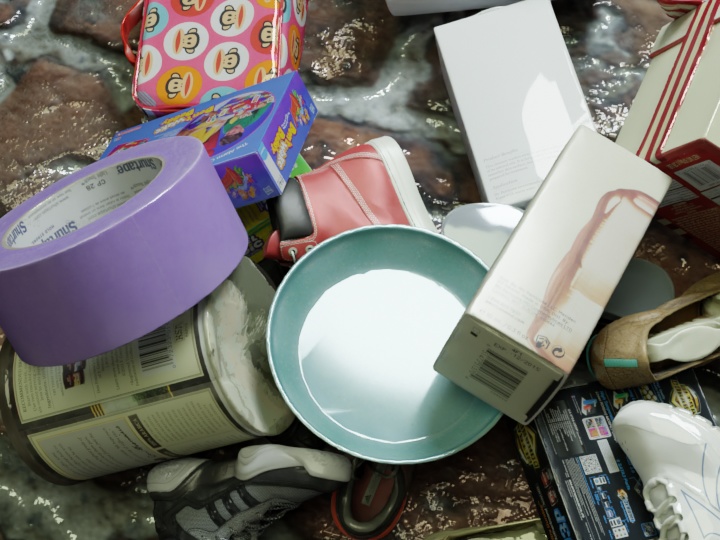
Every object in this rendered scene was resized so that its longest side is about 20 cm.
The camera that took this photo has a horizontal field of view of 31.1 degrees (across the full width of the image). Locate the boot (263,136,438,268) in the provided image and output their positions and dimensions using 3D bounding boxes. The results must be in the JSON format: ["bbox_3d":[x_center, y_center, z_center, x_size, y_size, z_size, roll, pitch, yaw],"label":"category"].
[{"bbox_3d":[0.000,0.000,1.094,0.144,0.072,0.201,-24,80,-18],"label":"boot"}]

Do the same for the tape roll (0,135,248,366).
[{"bbox_3d":[-0.192,-0.018,0.989,0.199,0.085,0.200,-21,22,9],"label":"tape roll"}]

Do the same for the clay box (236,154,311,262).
[{"bbox_3d":[-0.132,-0.047,1.168,0.200,0.048,0.115,-33,49,-4],"label":"clay box"}]

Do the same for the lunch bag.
[{"bbox_3d":[-0.146,-0.223,1.245,0.175,0.082,0.201,2,67,12],"label":"lunch bag"}]

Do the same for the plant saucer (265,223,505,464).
[{"bbox_3d":[0.026,0.060,1.007,0.199,0.036,0.201,2,63,-5],"label":"plant saucer"}]

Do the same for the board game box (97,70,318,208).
[{"bbox_3d":[-0.147,-0.095,1.133,0.199,0.045,0.135,-14,33,25],"label":"board game box"}]

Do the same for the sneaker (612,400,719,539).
[{"bbox_3d":[0.246,0.180,0.922,0.087,0.075,0.200,-30,73,-27],"label":"sneaker"}]

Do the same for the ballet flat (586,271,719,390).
[{"bbox_3d":[0.267,0.046,1.013,0.199,0.072,0.068,-15,97,-33],"label":"ballet flat"}]

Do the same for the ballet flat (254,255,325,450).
[{"bbox_3d":[-0.076,0.070,1.127,0.066,0.057,0.201,-26,56,18],"label":"ballet flat"}]

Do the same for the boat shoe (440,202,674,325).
[{"bbox_3d":[0.160,0.001,1.083,0.198,0.068,0.074,14,73,1],"label":"boat shoe"}]

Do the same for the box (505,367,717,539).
[{"bbox_3d":[0.215,0.178,0.983,0.158,0.046,0.201,-7,62,-23],"label":"box"}]

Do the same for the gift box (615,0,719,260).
[{"bbox_3d":[0.315,-0.133,1.031,0.200,0.184,0.187,33,72,-17],"label":"gift box"}]

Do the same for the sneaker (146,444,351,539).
[{"bbox_3d":[-0.089,0.203,1.029,0.199,0.075,0.114,-13,70,35],"label":"sneaker"}]

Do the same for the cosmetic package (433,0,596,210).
[{"bbox_3d":[0.144,-0.135,1.155,0.112,0.081,0.201,-14,63,3],"label":"cosmetic package"}]

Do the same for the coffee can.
[{"bbox_3d":[-0.168,0.083,1.046,0.199,0.146,0.147,-16,63,22],"label":"coffee can"}]

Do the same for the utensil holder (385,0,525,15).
[{"bbox_3d":[0.118,-0.327,1.198,0.199,0.170,0.171,-4,65,9],"label":"utensil holder"}]

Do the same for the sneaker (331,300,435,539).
[{"bbox_3d":[0.028,0.122,1.032,0.077,0.082,0.201,12,86,3],"label":"sneaker"}]

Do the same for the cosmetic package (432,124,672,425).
[{"bbox_3d":[0.146,0.002,0.975,0.087,0.103,0.200,31,61,5],"label":"cosmetic package"}]

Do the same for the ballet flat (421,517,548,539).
[{"bbox_3d":[0.134,0.221,1.003,0.199,0.070,0.070,-9,65,6],"label":"ballet flat"}]
